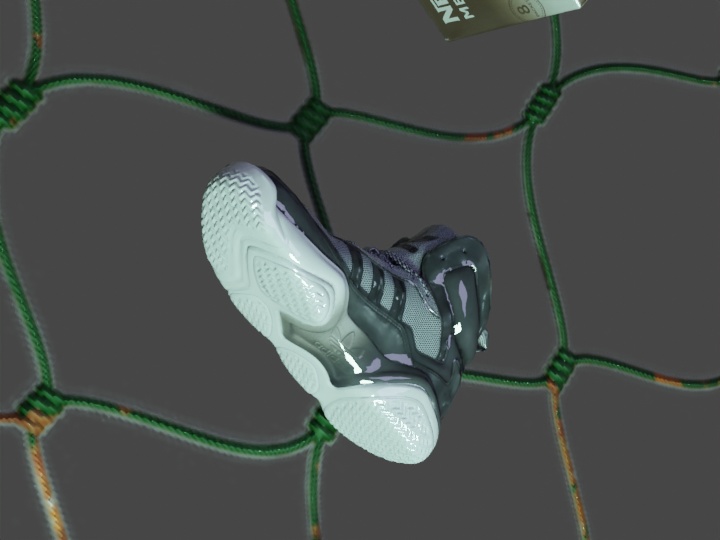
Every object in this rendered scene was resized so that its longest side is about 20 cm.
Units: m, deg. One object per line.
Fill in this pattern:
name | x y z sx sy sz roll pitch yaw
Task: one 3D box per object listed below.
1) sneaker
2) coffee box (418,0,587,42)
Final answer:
sneaker | 0.000 0.000 0.869 0.114 0.075 0.200 -51 122 -29
coffee box | 0.050 -0.234 0.894 0.080 0.114 0.200 -51 117 -28
